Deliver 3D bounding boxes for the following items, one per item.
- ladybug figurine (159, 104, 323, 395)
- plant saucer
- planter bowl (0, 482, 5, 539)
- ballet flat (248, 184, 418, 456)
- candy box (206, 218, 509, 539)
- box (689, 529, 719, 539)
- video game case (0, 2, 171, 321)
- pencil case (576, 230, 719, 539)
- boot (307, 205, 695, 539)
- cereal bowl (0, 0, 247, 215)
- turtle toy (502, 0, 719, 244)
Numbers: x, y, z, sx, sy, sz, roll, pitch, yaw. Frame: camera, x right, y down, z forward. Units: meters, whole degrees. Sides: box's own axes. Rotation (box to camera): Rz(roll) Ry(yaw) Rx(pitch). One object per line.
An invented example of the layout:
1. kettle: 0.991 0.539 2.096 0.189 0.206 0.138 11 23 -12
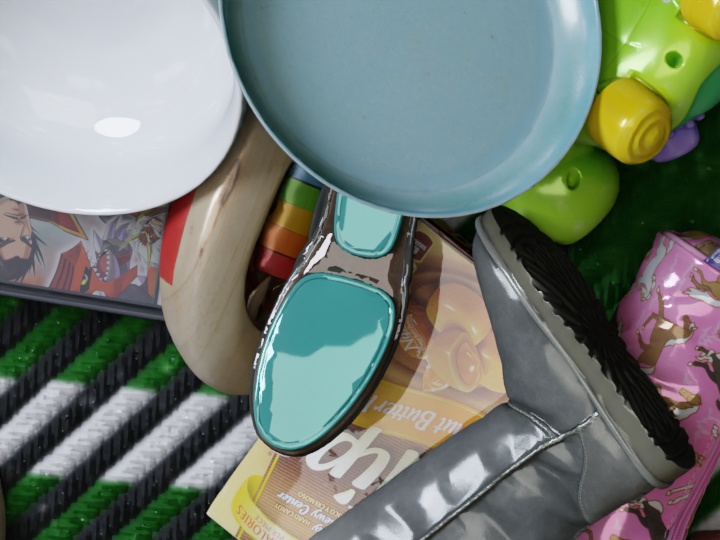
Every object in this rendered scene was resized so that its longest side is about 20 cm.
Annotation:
1. ladybug figurine: -0.047 -0.035 1.341 0.072 0.135 0.201 25 91 38
2. plant saucer: 0.022 -0.121 1.223 0.198 0.027 0.202 5 76 -21
3. planter bowl: -0.311 0.146 1.392 0.198 0.135 0.202 1 94 11
4. ballet flat: 0.000 0.000 1.304 0.068 0.068 0.201 21 92 9
5. candy box: 0.022 0.084 1.365 0.115 0.055 0.201 37 99 8
6. box: 0.265 0.189 1.277 0.198 0.152 0.107 -5 94 10
7. video game case: -0.163 -0.073 1.352 0.198 0.026 0.182 9 105 -15
8. pencil case: 0.155 0.079 1.327 0.082 0.087 0.201 23 99 -15
9. boot: 0.050 0.092 1.299 0.200 0.072 0.183 -38 74 25
10. cereal bowl: -0.144 -0.128 1.260 0.198 0.084 0.201 9 135 9
11. turtle toy: 0.130 -0.104 1.305 0.201 0.101 0.146 -54 51 9
